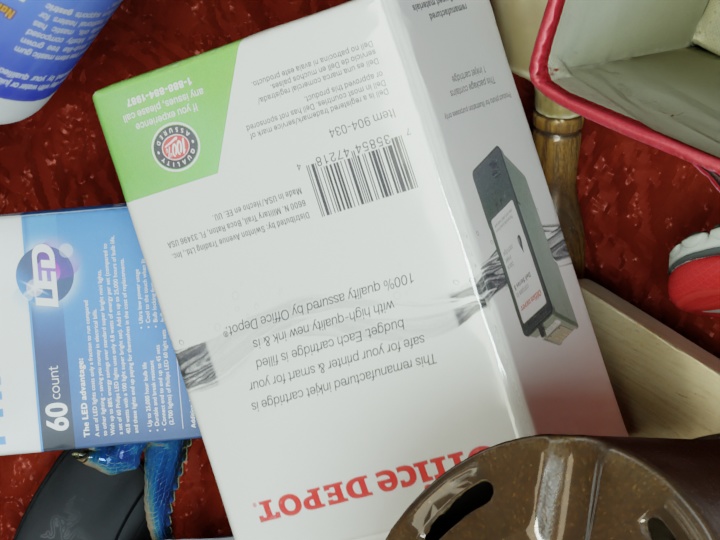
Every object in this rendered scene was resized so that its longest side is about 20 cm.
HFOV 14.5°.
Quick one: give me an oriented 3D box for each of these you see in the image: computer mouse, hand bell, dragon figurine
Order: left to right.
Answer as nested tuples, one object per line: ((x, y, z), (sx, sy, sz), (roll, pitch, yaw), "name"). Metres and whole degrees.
((-0.122, 0.190, 1.338), (0.140, 0.046, 0.201), (28, 111, 25), "computer mouse")
((-0.083, 0.047, 1.284), (0.099, 0.059, 0.201), (-19, 87, 31), "dragon figurine")
((0.080, -0.055, 1.169), (0.104, 0.104, 0.201), (16, 117, 27), "hand bell")

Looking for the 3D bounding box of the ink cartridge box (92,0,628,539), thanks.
((0.000, 0.000, 1.116), (0.145, 0.084, 0.201), (-16, 94, 31), "ink cartridge box")

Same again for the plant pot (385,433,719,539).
((0.111, 0.143, 0.998), (0.200, 0.198, 0.201), (-6, 79, 33), "plant pot")

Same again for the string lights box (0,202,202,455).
((-0.071, 0.020, 1.215), (0.199, 0.059, 0.103), (-4, 92, 0), "string lights box")

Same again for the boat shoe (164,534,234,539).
((-0.034, 0.148, 1.267), (0.200, 0.065, 0.074), (-19, 64, 29), "boat shoe")

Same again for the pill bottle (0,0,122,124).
((-0.163, -0.137, 1.269), (0.112, 0.112, 0.200), (47, 117, 15), "pill bottle")

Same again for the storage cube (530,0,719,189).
((0.193, -0.121, 1.018), (0.171, 0.180, 0.201), (27, 111, 24), "storage cube")

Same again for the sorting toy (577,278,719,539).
((0.135, 0.133, 1.164), (0.200, 0.070, 0.199), (33, 111, 21), "sorting toy")

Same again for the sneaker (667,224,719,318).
((0.204, 0.032, 1.094), (0.200, 0.077, 0.085), (14, 85, 28), "sneaker")
